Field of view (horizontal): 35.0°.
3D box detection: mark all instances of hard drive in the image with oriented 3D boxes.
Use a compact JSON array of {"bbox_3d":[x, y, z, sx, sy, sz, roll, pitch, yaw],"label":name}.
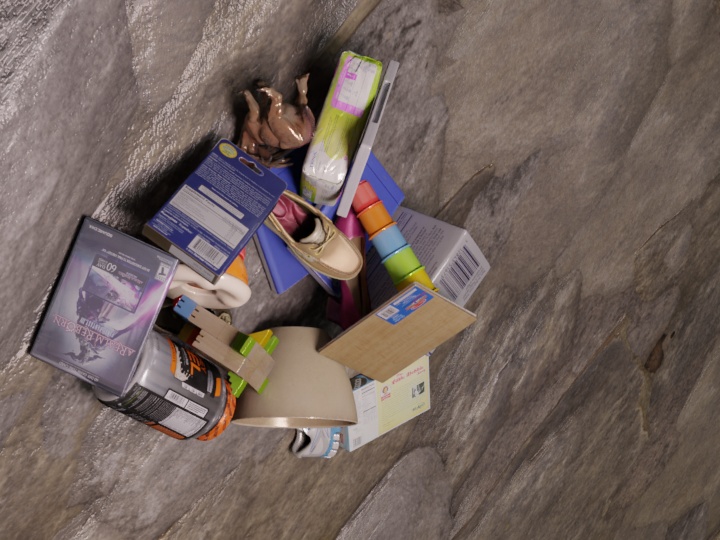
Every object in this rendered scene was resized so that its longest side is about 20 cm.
[{"bbox_3d":[-0.020,-0.078,1.803,0.201,0.025,0.132,-56,135,-14],"label":"hard drive"},{"bbox_3d":[-0.110,-0.081,1.763,0.131,0.025,0.202,-37,128,-28],"label":"hard drive"}]

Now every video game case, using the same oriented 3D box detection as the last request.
[{"bbox_3d":[-0.342,0.049,1.530,0.019,0.141,0.202,24,89,-84],"label":"video game case"},{"bbox_3d":[0.011,-0.194,1.669,0.144,0.018,0.202,111,-3,-47],"label":"video game case"}]

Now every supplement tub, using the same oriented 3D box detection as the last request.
[{"bbox_3d":[-0.277,0.167,1.637,0.199,0.122,0.124,36,81,-45],"label":"supplement tub"}]

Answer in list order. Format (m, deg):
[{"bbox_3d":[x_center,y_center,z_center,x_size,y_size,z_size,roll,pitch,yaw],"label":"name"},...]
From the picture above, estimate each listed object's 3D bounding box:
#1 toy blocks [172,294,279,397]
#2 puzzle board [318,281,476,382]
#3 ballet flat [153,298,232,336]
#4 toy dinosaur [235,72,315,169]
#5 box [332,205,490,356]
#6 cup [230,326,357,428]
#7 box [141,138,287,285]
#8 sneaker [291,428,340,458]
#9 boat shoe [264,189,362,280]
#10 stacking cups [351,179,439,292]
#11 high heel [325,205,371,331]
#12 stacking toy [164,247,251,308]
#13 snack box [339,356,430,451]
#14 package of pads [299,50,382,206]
[{"bbox_3d":[-0.200,0.101,1.610,0.101,0.136,0.200,-57,166,-10],"label":"toy blocks"},{"bbox_3d":[0.055,0.093,1.717,0.199,0.018,0.150,-37,136,26],"label":"puzzle board"},{"bbox_3d":[-0.262,0.069,1.665,0.198,0.046,0.068,16,96,-45],"label":"ballet flat"},{"bbox_3d":[-0.113,-0.198,1.614,0.085,0.198,0.138,-28,110,-42],"label":"toy dinosaur"},{"bbox_3d":[0.075,0.010,1.849,0.185,0.199,0.105,-54,134,-12],"label":"box"},{"bbox_3d":[-0.101,0.166,1.775,0.199,0.199,0.146,13,74,-45],"label":"cup"},{"bbox_3d":[-0.194,-0.084,1.564,0.201,0.120,0.032,-56,-179,-38],"label":"box"},{"bbox_3d":[-0.074,0.225,1.889,0.086,0.075,0.203,-6,110,-35],"label":"sneaker"},{"bbox_3d":[-0.075,-0.053,1.685,0.199,0.066,0.075,35,83,-15],"label":"boat shoe"},{"bbox_3d":[0.040,-0.039,1.716,0.060,0.060,0.201,-30,84,-30],"label":"stacking cups"},{"bbox_3d":[0.000,0.000,1.752,0.067,0.096,0.203,-10,112,-41],"label":"high heel"},{"bbox_3d":[-0.212,-0.056,1.622,0.146,0.145,0.203,30,61,-45],"label":"stacking toy"},{"bbox_3d":[0.042,0.226,2.020,0.198,0.037,0.118,-22,121,-36],"label":"snack box"},{"bbox_3d":[-0.029,-0.206,1.681,0.067,0.155,0.203,19,80,-1],"label":"package of pads"}]
